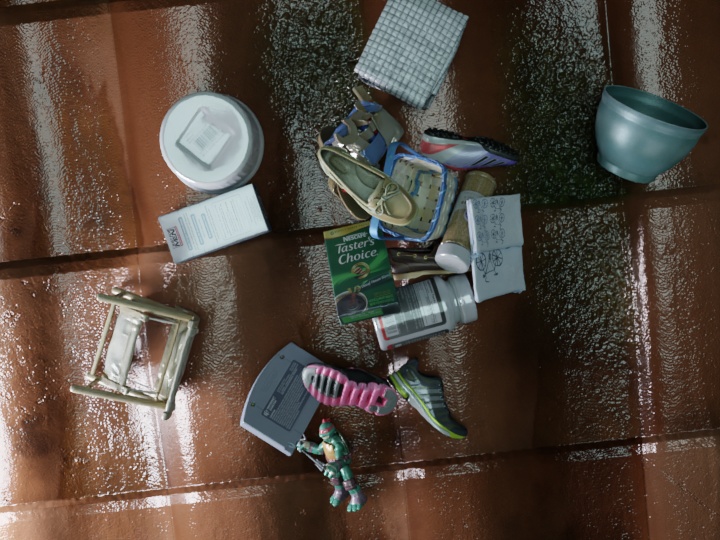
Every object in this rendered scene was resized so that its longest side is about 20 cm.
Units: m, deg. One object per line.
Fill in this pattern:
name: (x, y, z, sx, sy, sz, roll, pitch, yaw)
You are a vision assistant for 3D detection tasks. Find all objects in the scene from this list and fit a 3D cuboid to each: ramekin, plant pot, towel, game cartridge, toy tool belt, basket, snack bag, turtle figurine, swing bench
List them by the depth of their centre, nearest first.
toy tool belt: (-0.014, -0.252, 1.331, 0.123, 0.124, 0.200, 51, 51, -22)
basket: (0.092, -0.136, 1.342, 0.138, 0.200, 0.178, 17, 93, 29)
plant pot: (0.533, -0.252, 1.356, 0.199, 0.201, 0.135, 17, 121, -1)
snack bag: (0.267, -0.044, 1.374, 0.021, 0.188, 0.202, -1, 96, 42)
ramekin: (-0.293, -0.252, 1.385, 0.198, 0.098, 0.202, 0, 94, 0)
towel: (0.098, -0.429, 1.385, 0.165, 0.086, 0.201, 25, 92, -3)
game cartridge: (-0.147, 0.246, 1.396, 0.133, 0.041, 0.201, 35, 53, -5)
swing bench: (-0.433, 0.160, 1.399, 0.198, 0.130, 0.201, 18, 93, -7)
turtle figurine: (-0.058, 0.377, 1.416, 0.100, 0.150, 0.201, -26, 102, -16)

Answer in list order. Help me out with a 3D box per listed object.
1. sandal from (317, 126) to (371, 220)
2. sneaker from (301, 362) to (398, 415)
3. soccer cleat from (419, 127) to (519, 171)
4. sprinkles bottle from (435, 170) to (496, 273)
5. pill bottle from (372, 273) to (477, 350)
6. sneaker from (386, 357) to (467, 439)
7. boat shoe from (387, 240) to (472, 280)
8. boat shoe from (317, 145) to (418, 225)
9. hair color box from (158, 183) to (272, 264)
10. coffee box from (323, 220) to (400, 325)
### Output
sandal: (-0.032, -0.181, 1.413, 0.077, 0.070, 0.213, -17, 73, -24)
sneaker: (-0.023, 0.224, 1.417, 0.199, 0.096, 0.079, 20, 110, -12)
soccer cleat: (0.215, -0.229, 1.413, 0.198, 0.068, 0.074, 10, 117, -5)
sprinkles bottle: (0.205, -0.095, 1.373, 0.068, 0.068, 0.201, 23, 67, -2)
pill bottle: (0.121, 0.078, 1.400, 0.198, 0.114, 0.115, -16, 94, 0)
sneaker: (0.148, 0.260, 1.434, 0.200, 0.074, 0.081, 44, 89, -4)
boat shoe: (0.149, -0.025, 1.414, 0.198, 0.070, 0.071, -6, 95, 0)
boat shoe: (0.011, -0.148, 1.229, 0.200, 0.063, 0.073, 40, 98, 8)
hair color box: (-0.288, -0.092, 1.414, 0.198, 0.061, 0.100, -19, 93, 0)
coffee box: (0.000, 0.000, 1.376, 0.122, 0.044, 0.201, -12, 58, 4)
